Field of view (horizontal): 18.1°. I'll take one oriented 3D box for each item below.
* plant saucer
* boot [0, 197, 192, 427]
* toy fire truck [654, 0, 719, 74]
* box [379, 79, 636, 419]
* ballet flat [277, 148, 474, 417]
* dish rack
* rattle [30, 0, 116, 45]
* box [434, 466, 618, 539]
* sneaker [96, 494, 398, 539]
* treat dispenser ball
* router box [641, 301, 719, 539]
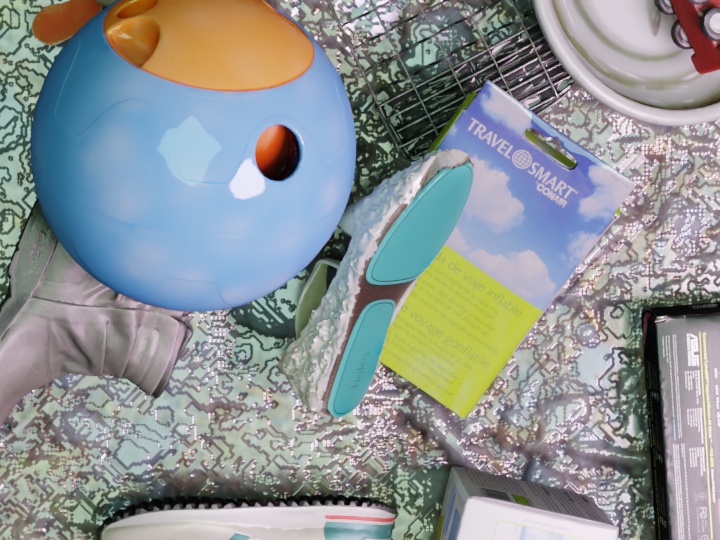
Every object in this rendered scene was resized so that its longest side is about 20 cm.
[{"bbox_3d":[0.192,-0.192,1.458,0.199,0.050,0.202,1,88,-19],"label":"plant saucer"},{"bbox_3d":[-0.184,0.057,1.473,0.130,0.068,0.201,23,95,-9],"label":"boot"},{"bbox_3d":[0.254,-0.196,1.427,0.140,0.049,0.201,-29,97,-18],"label":"toy fire truck"},{"bbox_3d":[0.075,-0.017,1.452,0.122,0.048,0.200,34,112,-4],"label":"box"},{"bbox_3d":[0.000,0.000,1.417,0.071,0.072,0.201,26,111,-3],"label":"ballet flat"},{"bbox_3d":[0.050,-0.179,1.468,0.153,0.055,0.201,-27,96,2],"label":"dish rack"},{"bbox_3d":[-0.104,-0.205,1.423,0.142,0.131,0.201,9,127,-30],"label":"rattle"},{"bbox_3d":[0.089,0.243,1.469,0.101,0.112,0.202,13,94,-4],"label":"box"},{"bbox_3d":[-0.073,0.196,1.481,0.198,0.070,0.094,-1,88,-5],"label":"sneaker"},{"bbox_3d":[-0.102,-0.075,1.383,0.199,0.201,0.203,0,94,-2],"label":"treat dispenser ball"},{"bbox_3d":[0.268,0.118,1.491,0.149,0.062,0.202,-4,94,-2],"label":"router box"}]
